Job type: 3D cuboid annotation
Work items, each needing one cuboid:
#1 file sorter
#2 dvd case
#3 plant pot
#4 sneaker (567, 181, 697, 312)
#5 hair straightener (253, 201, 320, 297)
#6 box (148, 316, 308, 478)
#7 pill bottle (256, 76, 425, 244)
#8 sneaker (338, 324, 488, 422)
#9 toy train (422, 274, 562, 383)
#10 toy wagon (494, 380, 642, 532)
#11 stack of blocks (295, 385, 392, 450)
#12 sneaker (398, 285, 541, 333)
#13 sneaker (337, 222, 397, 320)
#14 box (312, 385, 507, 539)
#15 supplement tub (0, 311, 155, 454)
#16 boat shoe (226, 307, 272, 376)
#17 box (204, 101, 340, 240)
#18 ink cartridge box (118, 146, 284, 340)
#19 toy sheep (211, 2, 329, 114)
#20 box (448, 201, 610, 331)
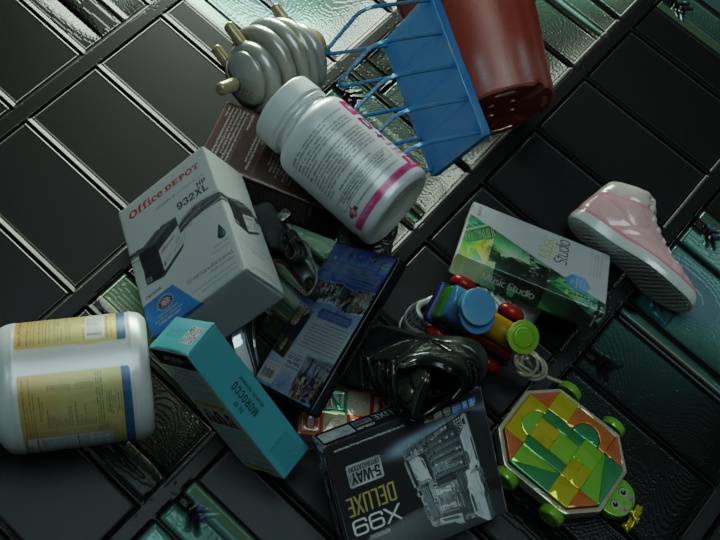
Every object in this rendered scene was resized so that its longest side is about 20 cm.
[{"bbox_3d":[0.054,-0.230,1.517,0.121,0.139,0.203,-15,80,-30],"label":"file sorter"},{"bbox_3d":[-0.038,0.064,1.353,0.017,0.142,0.202,37,78,-32],"label":"dvd case"},{"bbox_3d":[0.166,-0.301,1.587,0.197,0.201,0.198,-10,74,-13],"label":"plant pot"},{"bbox_3d":[0.379,-0.041,1.543,0.200,0.076,0.105,40,70,16],"label":"sneaker"},{"bbox_3d":[-0.094,-0.032,1.417,0.040,0.078,0.201,-19,37,-11],"label":"hair straightener"},{"bbox_3d":[-0.145,0.143,1.307,0.049,0.082,0.201,-49,122,-26],"label":"box"},{"bbox_3d":[-0.026,-0.138,1.428,0.200,0.114,0.113,42,65,12],"label":"pill bottle"},{"bbox_3d":[0.034,0.112,1.302,0.196,0.078,0.114,5,16,21],"label":"sneaker"},{"bbox_3d":[0.178,0.080,1.367,0.198,0.116,0.086,30,80,-10],"label":"toy train"},{"bbox_3d":[0.259,0.232,1.409,0.199,0.040,0.155,38,65,11],"label":"toy wagon"},{"bbox_3d":[0.023,0.158,1.399,0.196,0.059,0.117,6,63,-6],"label":"stack of blocks"},{"bbox_3d":[0.147,0.051,1.461,0.197,0.081,0.077,-15,65,-17],"label":"sneaker"},{"bbox_3d":[0.000,0.000,1.467,0.074,0.080,0.202,11,57,4],"label":"sneaker"},{"bbox_3d":[0.057,0.232,1.328,0.197,0.050,0.160,-18,104,-17],"label":"box"},{"bbox_3d":[-0.334,0.127,1.311,0.197,0.145,0.147,-5,64,-11],"label":"supplement tub"},{"bbox_3d":[-0.137,0.039,1.432,0.067,0.072,0.202,-7,58,-10],"label":"boat shoe"},{"bbox_3d":[-0.103,-0.129,1.517,0.197,0.075,0.101,21,62,4],"label":"box"},{"bbox_3d":[-0.192,-0.021,1.383,0.144,0.084,0.202,-35,52,15],"label":"ink cartridge box"},{"bbox_3d":[-0.119,-0.272,1.551,0.199,0.138,0.138,-33,72,-35],"label":"toy sheep"},{"bbox_3d":[0.218,-0.008,1.490,0.197,0.037,0.145,21,32,3],"label":"box"}]
